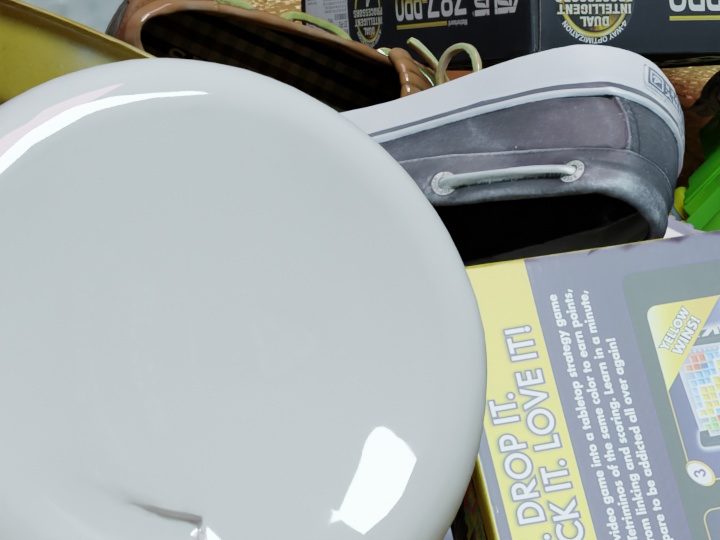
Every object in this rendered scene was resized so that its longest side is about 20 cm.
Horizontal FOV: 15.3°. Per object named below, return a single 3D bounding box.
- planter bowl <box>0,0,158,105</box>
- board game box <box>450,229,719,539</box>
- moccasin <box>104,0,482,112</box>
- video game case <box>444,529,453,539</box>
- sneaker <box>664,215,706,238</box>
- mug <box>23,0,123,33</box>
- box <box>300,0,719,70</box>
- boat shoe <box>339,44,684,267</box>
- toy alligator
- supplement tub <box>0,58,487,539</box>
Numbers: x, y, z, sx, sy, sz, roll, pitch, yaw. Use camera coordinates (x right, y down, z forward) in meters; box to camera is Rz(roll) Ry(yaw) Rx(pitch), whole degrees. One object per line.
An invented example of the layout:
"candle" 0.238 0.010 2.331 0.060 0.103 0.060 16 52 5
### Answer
"planter bowl" -0.080 -0.012 0.885 0.199 0.084 0.200 25 -9 4
"board game box" 0.113 0.087 0.648 0.164 0.057 0.201 -8 64 -9
"moccasin" 0.006 -0.049 0.940 0.201 0.074 0.078 28 -6 -14
"video game case" 0.048 0.060 0.800 0.142 0.019 0.199 -23 32 -39
"sneaker" 0.107 0.036 0.769 0.199 0.070 0.082 14 46 35
"mug" -0.161 -0.122 1.045 0.199 0.176 0.148 5 28 15
"box" 0.087 -0.101 1.020 0.160 0.049 0.200 -4 4 -26
"boat shoe" 0.000 0.000 0.766 0.199 0.072 0.068 -17 37 23
"toy alligator" 0.148 -0.027 0.981 0.054 0.059 0.200 42 19 -8
"supplement tub" -0.065 0.043 0.675 0.144 0.145 0.200 -15 -10 -22
